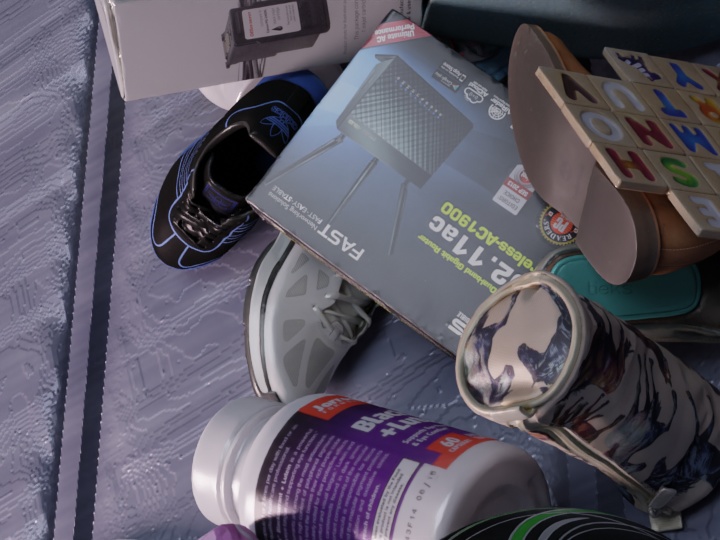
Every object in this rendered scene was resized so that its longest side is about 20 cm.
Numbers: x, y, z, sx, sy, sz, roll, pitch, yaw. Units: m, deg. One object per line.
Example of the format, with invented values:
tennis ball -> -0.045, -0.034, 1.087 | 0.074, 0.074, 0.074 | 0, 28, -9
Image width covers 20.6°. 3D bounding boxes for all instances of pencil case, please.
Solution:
pencil case -> 0.127, 0.069, 1.041 | 0.078, 0.200, 0.090 | -19, 59, 29

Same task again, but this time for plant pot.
plant pot -> 0.165, -0.239, 1.197 | 0.200, 0.196, 0.197 | 16, 68, -2

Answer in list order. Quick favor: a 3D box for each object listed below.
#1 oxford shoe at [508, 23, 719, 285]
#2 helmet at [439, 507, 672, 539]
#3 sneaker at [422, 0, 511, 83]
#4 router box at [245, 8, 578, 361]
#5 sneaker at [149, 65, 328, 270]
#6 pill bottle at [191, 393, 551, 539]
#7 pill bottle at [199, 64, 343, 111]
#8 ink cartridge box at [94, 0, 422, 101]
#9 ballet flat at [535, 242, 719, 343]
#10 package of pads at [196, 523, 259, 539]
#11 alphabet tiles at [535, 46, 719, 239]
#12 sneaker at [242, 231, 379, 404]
oxford shoe -> 0.138, -0.067, 1.113 | 0.071, 0.071, 0.200 | -7, 47, -21
helmet -> 0.097, 0.210, 0.981 | 0.200, 0.200, 0.191 | -5, 16, 33
sneaker -> 0.069, -0.222, 1.329 | 0.079, 0.096, 0.200 | -19, 54, 24
router box -> 0.053, -0.041, 1.199 | 0.200, 0.062, 0.150 | 36, 87, 16
sneaker -> -0.094, -0.054, 1.304 | 0.200, 0.070, 0.078 | -49, 5, 42
pill bottle -> 0.001, 0.133, 1.149 | 0.200, 0.111, 0.112 | 13, 71, 39
pill bottle -> -0.079, -0.181, 1.397 | 0.111, 0.111, 0.200 | -36, 48, 12
ink cartridge box -> -0.075, -0.197, 1.276 | 0.200, 0.083, 0.145 | -11, 44, -10
ballet flat -> 0.195, 0.010, 1.112 | 0.200, 0.064, 0.068 | 1, 85, 4
package of pads -> -0.049, 0.249, 1.089 | 0.121, 0.076, 0.200 | -44, 77, 2
alphabet tiles -> 0.196, -0.069, 1.093 | 0.008, 0.200, 0.167 | -61, 40, 31
sneaker -> 0.000, 0.000, 1.256 | 0.115, 0.076, 0.201 | -6, 58, 35
